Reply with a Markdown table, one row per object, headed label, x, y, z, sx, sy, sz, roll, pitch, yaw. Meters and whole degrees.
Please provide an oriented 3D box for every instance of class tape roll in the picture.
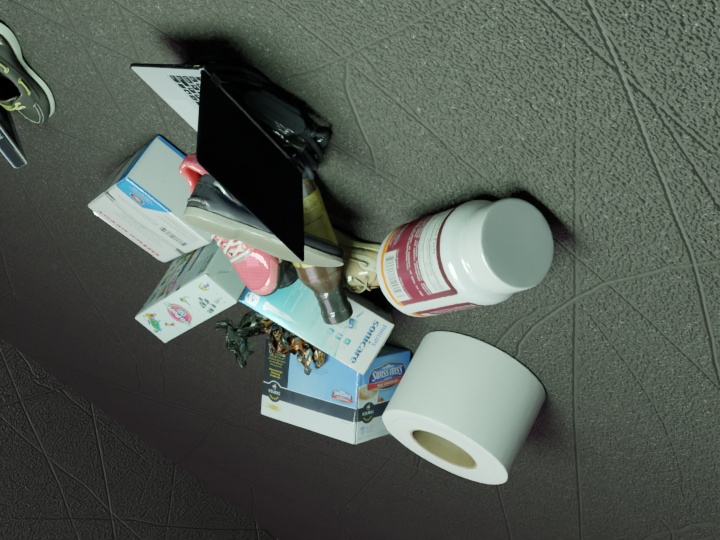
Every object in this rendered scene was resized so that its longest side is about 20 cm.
| label | x | y | z | sx | sy | sz | roll | pitch | yaw |
| --- | --- | --- | --- | --- | --- | --- | --- | --- | --- |
| tape roll | 0.149 | 0.200 | 1.549 | 0.202 | 0.139 | 0.203 | 24 | 157 | 11 |

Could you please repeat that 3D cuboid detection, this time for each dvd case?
| label | x | y | z | sx | sy | sz | roll | pitch | yaw |
| --- | --- | --- | --- | --- | --- | --- | --- | --- | --- |
| dvd case | -0.524 | -0.252 | 1.459 | 0.200 | 0.025 | 0.150 | 72 | 171 | -58 |

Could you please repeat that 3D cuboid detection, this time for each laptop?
| label | x | y | z | sx | sy | sz | roll | pitch | yaw |
| --- | --- | --- | --- | --- | --- | --- | --- | --- | --- |
| laptop | -0.154 | -0.119 | 1.149 | 0.200 | 0.116 | 0.187 | 12 | 156 | 41 |

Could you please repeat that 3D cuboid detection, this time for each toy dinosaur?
| label | x | y | z | sx | sy | sz | roll | pitch | yaw |
| --- | --- | --- | --- | --- | --- | --- | --- | --- | --- |
| toy dinosaur | -0.139 | 0.077 | 1.598 | 0.200 | 0.136 | 0.102 | 46 | 163 | 27 |

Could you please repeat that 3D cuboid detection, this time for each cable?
| label | x | y | z | sx | sy | sz | roll | pitch | yaw |
| --- | --- | --- | --- | --- | --- | --- | --- | --- | --- |
| cable | -0.130 | -0.175 | 1.230 | 0.200 | 0.051 | 0.163 | 28 | 163 | -2 |

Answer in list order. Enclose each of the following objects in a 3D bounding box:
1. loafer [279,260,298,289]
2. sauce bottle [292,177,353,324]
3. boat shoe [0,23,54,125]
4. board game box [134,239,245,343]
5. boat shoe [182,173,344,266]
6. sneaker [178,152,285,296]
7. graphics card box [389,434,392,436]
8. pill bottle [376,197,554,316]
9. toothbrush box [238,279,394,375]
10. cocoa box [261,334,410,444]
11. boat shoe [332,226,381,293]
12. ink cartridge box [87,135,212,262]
| label | x | y | z | sx | sy | sz | roll | pitch | yaw |
| --- | --- | --- | --- | --- | --- | --- | --- | --- | --- |
| loafer | -0.147 | -0.068 | 1.381 | 0.200 | 0.073 | 0.072 | 47 | 171 | 14 |
| sauce bottle | -0.059 | -0.026 | 1.337 | 0.065 | 0.065 | 0.200 | 8 | 125 | 43 |
| boat shoe | -0.478 | -0.255 | 1.448 | 0.072 | 0.061 | 0.201 | 12 | 155 | 15 |
| board game box | -0.217 | 0.003 | 1.504 | 0.064 | 0.148 | 0.200 | 42 | 140 | -19 |
| boat shoe | -0.105 | -0.057 | 1.251 | 0.200 | 0.063 | 0.073 | 19 | 164 | -18 |
| sneaker | -0.165 | -0.055 | 1.299 | 0.074 | 0.087 | 0.200 | -29 | 84 | 35 |
| graphics card box | 0.042 | 0.223 | 1.844 | 0.125 | 0.051 | 0.200 | 31 | 157 | -2 |
| pill bottle | 0.112 | -0.014 | 1.173 | 0.114 | 0.114 | 0.200 | 38 | 156 | -19 |
| toothbrush box | -0.059 | 0.052 | 1.496 | 0.200 | 0.085 | 0.146 | 32 | -177 | -2 |
| cocoa box | -0.040 | 0.176 | 1.678 | 0.200 | 0.131 | 0.133 | 11 | -169 | 39 |
| boat shoe | 0.000 | 0.000 | 1.405 | 0.200 | 0.065 | 0.071 | 22 | 156 | 19 |
| ink cartridge box | -0.285 | -0.096 | 1.524 | 0.146 | 0.084 | 0.200 | 39 | 157 | -19 |
